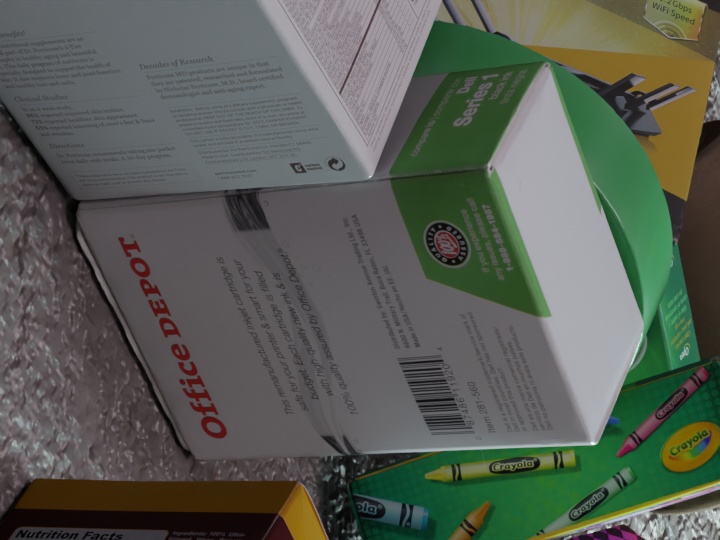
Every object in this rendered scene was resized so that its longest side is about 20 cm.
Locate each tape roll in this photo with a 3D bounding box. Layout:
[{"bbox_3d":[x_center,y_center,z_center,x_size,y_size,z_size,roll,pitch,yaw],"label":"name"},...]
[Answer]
[{"bbox_3d":[0.039,-0.016,1.162,0.048,0.200,0.201,-59,136,-45],"label":"tape roll"}]

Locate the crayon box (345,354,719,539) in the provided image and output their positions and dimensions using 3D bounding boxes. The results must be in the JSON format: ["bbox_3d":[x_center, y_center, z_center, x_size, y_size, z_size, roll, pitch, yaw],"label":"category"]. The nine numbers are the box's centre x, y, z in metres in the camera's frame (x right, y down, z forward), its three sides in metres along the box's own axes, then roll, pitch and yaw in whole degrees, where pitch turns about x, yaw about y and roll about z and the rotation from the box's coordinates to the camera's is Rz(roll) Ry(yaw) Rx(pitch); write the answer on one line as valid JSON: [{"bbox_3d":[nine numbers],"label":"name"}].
[{"bbox_3d":[0.109,0.096,1.253,0.119,0.199,0.059,1,70,-67],"label":"crayon box"}]

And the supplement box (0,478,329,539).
[{"bbox_3d":[-0.084,0.218,1.006,0.200,0.132,0.198,-56,134,-44],"label":"supplement box"}]

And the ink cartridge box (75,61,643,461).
[{"bbox_3d":[0.000,0.000,1.100,0.084,0.199,0.147,-60,137,-46],"label":"ink cartridge box"}]

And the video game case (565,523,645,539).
[{"bbox_3d":[0.053,0.213,1.240,0.200,0.036,0.182,-4,127,-59],"label":"video game case"}]

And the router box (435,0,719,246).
[{"bbox_3d":[0.070,-0.104,1.249,0.199,0.052,0.158,20,61,-10],"label":"router box"}]

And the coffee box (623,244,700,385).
[{"bbox_3d":[0.110,0.018,1.359,0.044,0.122,0.201,-41,121,-56],"label":"coffee box"}]

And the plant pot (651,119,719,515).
[{"bbox_3d":[0.203,0.016,1.481,0.175,0.200,0.200,59,38,-10],"label":"plant pot"}]

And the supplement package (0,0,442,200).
[{"bbox_3d":[-0.077,-0.152,1.024,0.200,0.151,0.151,57,42,-40],"label":"supplement package"}]
